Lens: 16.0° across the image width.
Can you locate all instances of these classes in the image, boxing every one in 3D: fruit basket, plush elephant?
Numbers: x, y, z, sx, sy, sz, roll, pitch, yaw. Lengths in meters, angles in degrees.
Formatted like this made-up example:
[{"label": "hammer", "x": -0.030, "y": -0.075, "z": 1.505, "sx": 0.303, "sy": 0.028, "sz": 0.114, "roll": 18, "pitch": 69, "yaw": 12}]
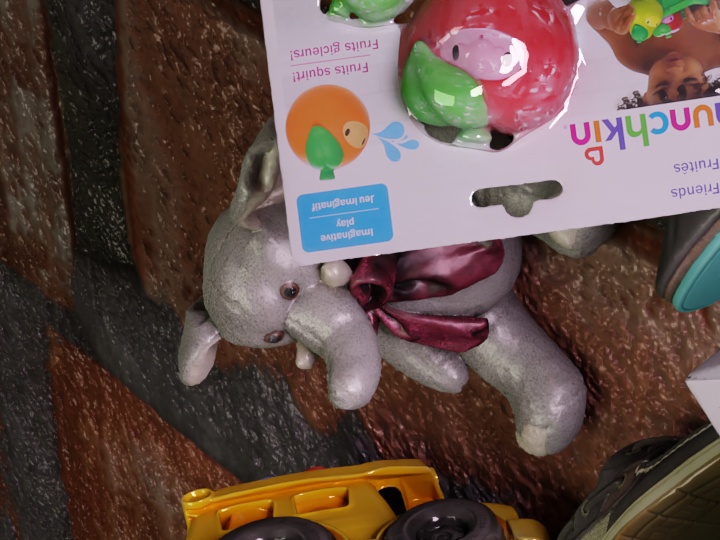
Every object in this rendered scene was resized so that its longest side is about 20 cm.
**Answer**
[{"label": "fruit basket", "x": 0.050, "y": -0.113, "z": 0.948, "sx": 0.094, "sy": 0.184, "sz": 0.201, "roll": 44, "pitch": -141, "yaw": -79}, {"label": "plush elephant", "x": 0.000, "y": 0.000, "z": 1.162, "sx": 0.200, "sy": 0.154, "sz": 0.165, "roll": 43, "pitch": 144, "yaw": 25}]

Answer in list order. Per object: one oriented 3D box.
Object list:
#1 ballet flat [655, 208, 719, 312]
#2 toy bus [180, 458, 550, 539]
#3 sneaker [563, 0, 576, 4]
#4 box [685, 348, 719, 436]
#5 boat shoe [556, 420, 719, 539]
[{"label": "ballet flat", "x": 0.166, "y": -0.061, "z": 0.973, "sx": 0.200, "sy": 0.068, "sz": 0.069, "roll": -48, "pitch": 64, "yaw": 47}, {"label": "toy bus", "x": 0.002, "y": 0.159, "z": 1.309, "sx": 0.192, "sy": 0.199, "sz": 0.137, "roll": -97, "pitch": -4, "yaw": -64}, {"label": "sneaker", "x": 0.032, "y": -0.149, "z": 1.062, "sx": 0.076, "sy": 0.091, "sz": 0.201, "roll": 14, "pitch": 127, "yaw": 47}, {"label": "box", "x": 0.218, "y": 0.075, "z": 0.879, "sx": 0.156, "sy": 0.041, "sz": 0.200, "roll": 56, "pitch": 152, "yaw": -5}, {"label": "boat shoe", "x": 0.134, "y": 0.105, "z": 1.140, "sx": 0.201, "sy": 0.071, "sz": 0.066, "roll": 124, "pitch": 148, "yaw": -47}]
